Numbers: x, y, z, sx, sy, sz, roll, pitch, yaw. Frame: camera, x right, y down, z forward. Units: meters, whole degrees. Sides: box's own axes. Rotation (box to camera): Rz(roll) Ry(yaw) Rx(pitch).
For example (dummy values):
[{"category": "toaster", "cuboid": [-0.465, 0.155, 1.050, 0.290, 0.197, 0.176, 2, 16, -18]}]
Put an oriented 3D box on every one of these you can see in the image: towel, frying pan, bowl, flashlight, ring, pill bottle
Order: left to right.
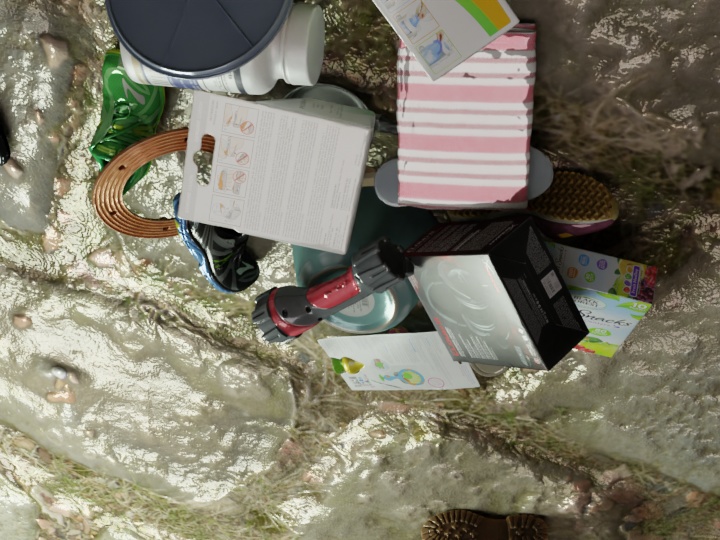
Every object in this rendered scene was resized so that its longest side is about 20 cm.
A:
[{"category": "ring", "cuboid": [-0.220, -0.105, 1.381, 0.198, 0.019, 0.201, -17, 150, -10]}, {"category": "pill bottle", "cuboid": [-0.141, -0.243, 1.216, 0.197, 0.112, 0.112, 7, 136, 9]}, {"category": "flashlight", "cuboid": [-0.038, 0.021, 1.332, 0.199, 0.068, 0.069, -29, 92, 36]}, {"category": "frying pan", "cuboid": [-0.005, -0.176, 1.299, 0.188, 0.031, 0.115, -13, 132, 24]}, {"category": "bowl", "cuboid": [0.000, 0.000, 1.421, 0.198, 0.106, 0.203, 8, 135, 8]}, {"category": "towel", "cuboid": [0.111, -0.162, 1.231, 0.144, 0.030, 0.203, 4, 110, 11]}]

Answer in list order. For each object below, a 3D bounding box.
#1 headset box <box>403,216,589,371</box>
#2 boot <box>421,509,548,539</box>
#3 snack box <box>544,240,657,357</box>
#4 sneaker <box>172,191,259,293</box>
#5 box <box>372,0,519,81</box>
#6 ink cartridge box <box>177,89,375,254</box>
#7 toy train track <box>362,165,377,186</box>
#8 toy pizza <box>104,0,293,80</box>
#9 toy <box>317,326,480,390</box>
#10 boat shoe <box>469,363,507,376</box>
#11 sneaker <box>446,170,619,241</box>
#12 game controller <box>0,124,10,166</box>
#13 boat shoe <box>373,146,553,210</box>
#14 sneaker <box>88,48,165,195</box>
[{"category": "headset box", "cuboid": [0.138, 0.025, 1.294, 0.199, 0.077, 0.150, 0, 122, 59]}, {"category": "boot", "cuboid": [0.195, 0.435, 1.823, 0.197, 0.076, 0.108, 3, 140, 12]}, {"category": "snack box", "cuboid": [0.254, 0.037, 1.373, 0.140, 0.054, 0.200, 12, 159, 3]}, {"category": "sneaker", "cuboid": [-0.163, -0.035, 1.435, 0.082, 0.072, 0.200, -14, 148, 9]}, {"category": "box", "cuboid": [0.049, -0.300, 1.089, 0.101, 0.113, 0.200, -32, 120, 17]}, {"category": "ink cartridge box", "cuboid": [-0.094, -0.115, 1.293, 0.197, 0.050, 0.163, 13, 119, -1]}, {"category": "toy train track", "cuboid": [-0.071, -0.112, 1.366, 0.197, 0.033, 0.115, -2, 162, 21]}, {"category": "toy pizza", "cuboid": [-0.157, -0.285, 1.151, 0.197, 0.203, 0.032, 5, 173, 11]}, {"category": "toy", "cuboid": [0.054, 0.110, 1.556, 0.197, 0.048, 0.116, -8, 135, 27]}, {"category": "boat shoe", "cuboid": [0.129, 0.040, 1.435, 0.072, 0.063, 0.201, -21, 120, 12]}, {"category": "sneaker", "cuboid": [0.200, -0.058, 1.337, 0.197, 0.076, 0.091, 3, 144, 22]}, {"category": "game controller", "cuboid": [-0.496, -0.209, 1.411, 0.103, 0.042, 0.202, 15, 137, 23]}, {"category": "boat shoe", "cuboid": [0.116, -0.104, 1.298, 0.196, 0.068, 0.075, -9, 97, 11]}, {"category": "sneaker", "cuboid": [-0.271, -0.165, 1.350, 0.073, 0.084, 0.202, 13, 135, 3]}]
